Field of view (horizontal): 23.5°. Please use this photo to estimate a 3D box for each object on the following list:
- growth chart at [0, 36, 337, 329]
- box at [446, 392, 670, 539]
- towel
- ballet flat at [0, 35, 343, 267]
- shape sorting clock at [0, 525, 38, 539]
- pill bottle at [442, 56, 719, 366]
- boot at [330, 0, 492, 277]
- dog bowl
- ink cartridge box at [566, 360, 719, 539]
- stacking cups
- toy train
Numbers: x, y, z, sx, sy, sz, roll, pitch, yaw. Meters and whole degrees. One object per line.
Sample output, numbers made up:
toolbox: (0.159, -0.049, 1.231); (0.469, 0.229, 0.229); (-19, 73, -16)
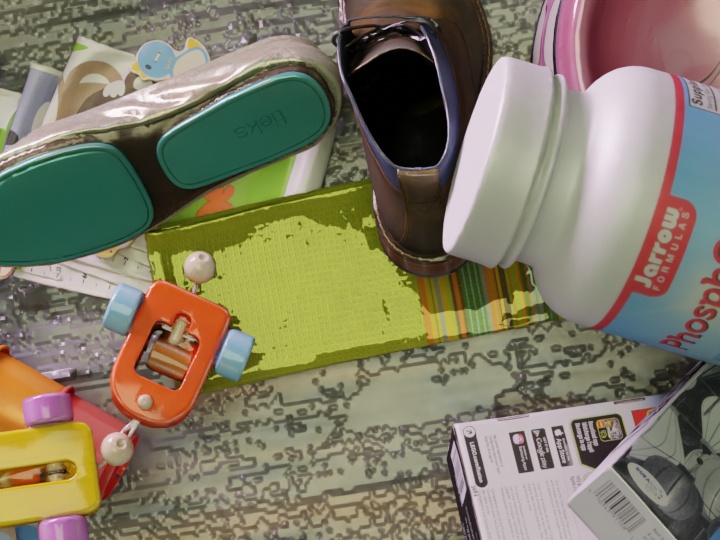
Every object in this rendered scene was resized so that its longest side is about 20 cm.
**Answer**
growth chart: (-0.113, -0.047, 0.861); (0.199, 0.018, 0.146); (7, 88, 4)
box: (0.110, 0.153, 0.727); (0.109, 0.035, 0.201); (-7, 59, -8)
towel: (0.000, 0.000, 0.836); (0.199, 0.018, 0.087); (-12, 87, 0)
ballet flat: (-0.101, -0.057, 0.826); (0.199, 0.062, 0.068); (-19, 121, 2)
shape sorting clock: (-0.191, 0.189, 0.781); (0.039, 0.199, 0.201); (-26, 83, 38)
pill bottle: (0.140, -0.019, 0.708); (0.199, 0.109, 0.109); (16, 88, -6)
boot: (0.025, -0.106, 0.797); (0.074, 0.097, 0.201); (-9, 72, 3)
dog bowl: (0.178, -0.099, 0.807); (0.199, 0.074, 0.202); (0, 86, 6)
ink cartridge box: (0.179, 0.078, 0.749); (0.099, 0.200, 0.039); (46, 135, 6)
stacking cups: (-0.205, 0.053, 0.847); (0.199, 0.061, 0.061); (31, 90, 4)
toy train: (-0.158, 0.045, 0.798); (0.199, 0.056, 0.151); (19, 75, -4)
